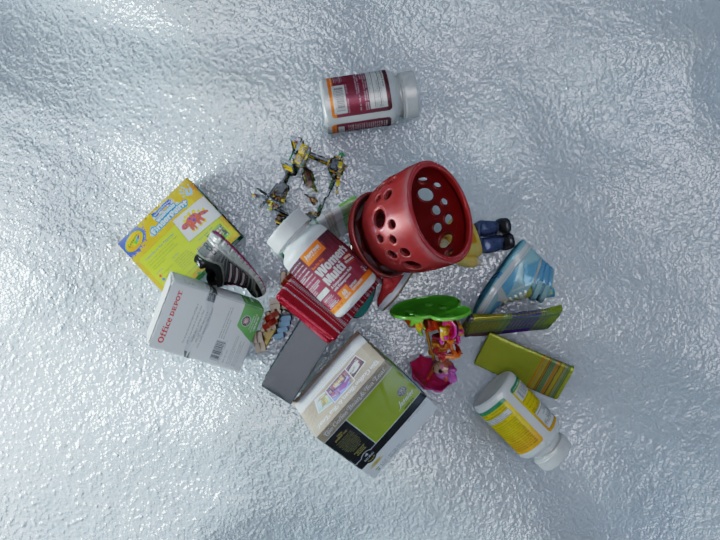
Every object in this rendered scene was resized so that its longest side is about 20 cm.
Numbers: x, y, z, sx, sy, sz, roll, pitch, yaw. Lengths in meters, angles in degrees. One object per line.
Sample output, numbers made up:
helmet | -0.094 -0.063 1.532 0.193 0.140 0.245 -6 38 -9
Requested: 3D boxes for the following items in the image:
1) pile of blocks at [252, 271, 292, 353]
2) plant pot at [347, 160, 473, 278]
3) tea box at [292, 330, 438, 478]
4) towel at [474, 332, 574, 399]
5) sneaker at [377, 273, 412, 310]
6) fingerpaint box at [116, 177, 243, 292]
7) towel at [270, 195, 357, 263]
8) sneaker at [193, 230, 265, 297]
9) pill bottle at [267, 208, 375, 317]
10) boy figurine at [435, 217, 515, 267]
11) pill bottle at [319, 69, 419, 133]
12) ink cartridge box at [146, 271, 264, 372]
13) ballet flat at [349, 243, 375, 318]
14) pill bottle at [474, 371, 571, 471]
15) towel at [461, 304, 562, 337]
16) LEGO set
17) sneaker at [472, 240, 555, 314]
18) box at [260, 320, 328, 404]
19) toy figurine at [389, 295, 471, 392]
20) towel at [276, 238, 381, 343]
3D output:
pile of blocks | -0.167 0.091 1.526 0.082 0.062 0.201 25 89 -1
plant pot | 0.092 -0.089 1.393 0.199 0.182 0.202 17 65 -40
tea box | 0.010 0.271 1.455 0.200 0.134 0.197 -47 126 -3
towel | 0.350 0.203 1.547 0.198 0.018 0.087 23 113 -1
sneaker | 0.062 -0.023 1.529 0.112 0.071 0.201 32 81 -5
fingerpaint box | -0.375 -0.064 1.516 0.200 0.073 0.167 -44 92 -2
towel | -0.084 -0.073 1.487 0.199 0.149 0.031 -32 79 -2
sneaker | -0.271 0.004 1.478 0.087 0.200 0.074 -42 48 -4
pill bottle | -0.075 -0.016 1.365 0.200 0.110 0.110 43 88 -1
boy figurine | 0.221 -0.066 1.514 0.198 0.064 0.126 -10 89 -22
pill bottle | 0.018 -0.356 1.511 0.198 0.114 0.115 -8 90 -2
ink cartridge box | -0.318 0.104 1.470 0.199 0.084 0.147 21 97 -23
ballet flat | 0.000 0.000 1.530 0.071 0.072 0.202 8 89 -2
pill bottle | 0.344 0.319 1.514 0.200 0.113 0.113 45 88 -1
towel | 0.309 0.106 1.503 0.198 0.144 0.023 -6 70 -1
LEGO set | -0.117 -0.183 1.494 0.153 0.116 0.201 32 84 3
sneaker | 0.336 0.050 1.533 0.130 0.080 0.201 36 89 0
box | -0.118 0.161 1.488 0.079 0.141 0.201 32 89 -1
toy figurine | 0.161 0.163 1.489 0.149 0.199 0.186 -17 104 -31
towel | -0.059 0.033 1.433 0.144 0.023 0.200 39 56 2
